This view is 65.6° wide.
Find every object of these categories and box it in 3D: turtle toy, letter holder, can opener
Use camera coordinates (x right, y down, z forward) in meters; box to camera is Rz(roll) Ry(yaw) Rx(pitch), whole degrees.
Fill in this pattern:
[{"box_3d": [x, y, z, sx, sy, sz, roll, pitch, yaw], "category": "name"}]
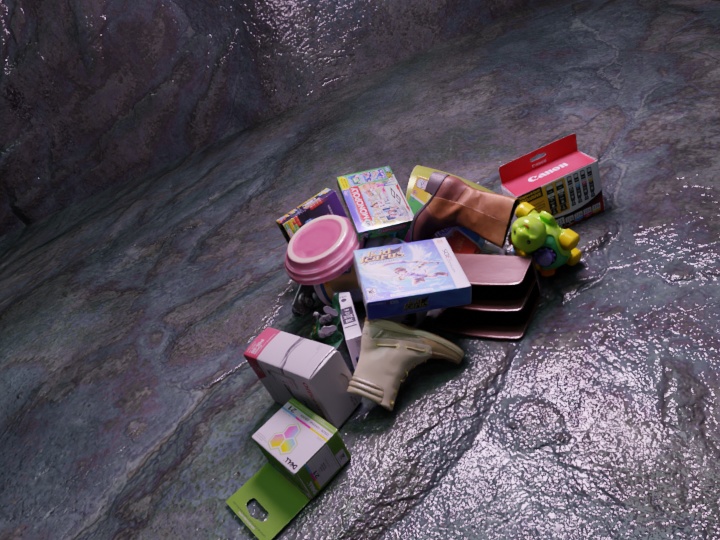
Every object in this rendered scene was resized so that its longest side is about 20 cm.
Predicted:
[{"box_3d": [0.357, -0.059, 1.129, 0.101, 0.200, 0.146, -49, 58, -1], "category": "turtle toy"}, {"box_3d": [0.238, 0.050, 1.116, 0.198, 0.101, 0.143, 4, 43, 38], "category": "letter holder"}, {"box_3d": [-0.125, 0.014, 1.396, 0.067, 0.053, 0.202, 0, 64, 53], "category": "can opener"}]

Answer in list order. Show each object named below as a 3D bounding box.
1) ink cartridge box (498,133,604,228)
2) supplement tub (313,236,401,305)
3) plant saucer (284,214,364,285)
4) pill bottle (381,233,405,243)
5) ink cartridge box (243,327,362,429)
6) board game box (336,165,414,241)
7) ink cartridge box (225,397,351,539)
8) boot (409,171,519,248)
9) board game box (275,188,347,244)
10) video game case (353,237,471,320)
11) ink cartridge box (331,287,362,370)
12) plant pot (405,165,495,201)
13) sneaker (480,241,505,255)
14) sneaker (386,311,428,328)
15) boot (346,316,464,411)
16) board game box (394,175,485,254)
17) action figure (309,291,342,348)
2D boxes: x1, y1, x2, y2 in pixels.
[{"box_3d": [0.429, -0.183, 1.258, 0.198, 0.177, 0.084, -25, 31, 0], "category": "ink cartridge box"}, {"box_3d": [0.000, 0.000, 1.307, 0.198, 0.146, 0.145, -9, 34, 23], "category": "supplement tub"}, {"box_3d": [-0.089, -0.057, 1.268, 0.198, 0.051, 0.202, -17, 41, 15], "category": "plant saucer"}, {"box_3d": [0.038, -0.122, 1.410, 0.110, 0.201, 0.111, -18, 31, 11], "category": "pill bottle"}, {"box_3d": [-0.112, 0.204, 1.079, 0.198, 0.148, 0.083, 10, 45, 43], "category": "ink cartridge box"}, {"box_3d": [0.033, -0.158, 1.281, 0.133, 0.029, 0.201, -13, 49, -9], "category": "board game box"}, {"box_3d": [-0.138, 0.339, 0.964, 0.200, 0.076, 0.147, -40, 35, -26], "category": "ink cartridge box"}, {"box_3d": [0.214, -0.092, 1.178, 0.198, 0.068, 0.190, 26, 98, 25], "category": "boot"}, {"box_3d": [-0.100, -0.082, 1.444, 0.165, 0.201, 0.057, -35, 28, -16], "category": "board game box"}, {"box_3d": [0.094, 0.010, 1.089, 0.197, 0.046, 0.182, -9, 33, -5], "category": "video game case"}, {"box_3d": [-0.019, 0.120, 1.185, 0.039, 0.100, 0.201, -18, 33, -3], "category": "ink cartridge box"}, {"box_3d": [0.226, -0.154, 1.377, 0.197, 0.189, 0.188, 9, 42, 18], "category": "plant pot"}, {"box_3d": [0.233, -0.031, 1.270, 0.198, 0.075, 0.088, -16, 44, 20], "category": "sneaker"}, {"box_3d": [0.053, 0.098, 1.155, 0.114, 0.076, 0.200, 34, 55, 19], "category": "sneaker"}, {"box_3d": [0.084, 0.185, 1.035, 0.073, 0.198, 0.157, 128, 159, -74], "category": "boot"}, {"box_3d": [0.189, -0.109, 1.247, 0.199, 0.155, 0.040, 25, 10, 33], "category": "board game box"}, {"box_3d": [-0.080, 0.126, 1.190, 0.054, 0.200, 0.120, 11, 71, -11], "category": "action figure"}]
